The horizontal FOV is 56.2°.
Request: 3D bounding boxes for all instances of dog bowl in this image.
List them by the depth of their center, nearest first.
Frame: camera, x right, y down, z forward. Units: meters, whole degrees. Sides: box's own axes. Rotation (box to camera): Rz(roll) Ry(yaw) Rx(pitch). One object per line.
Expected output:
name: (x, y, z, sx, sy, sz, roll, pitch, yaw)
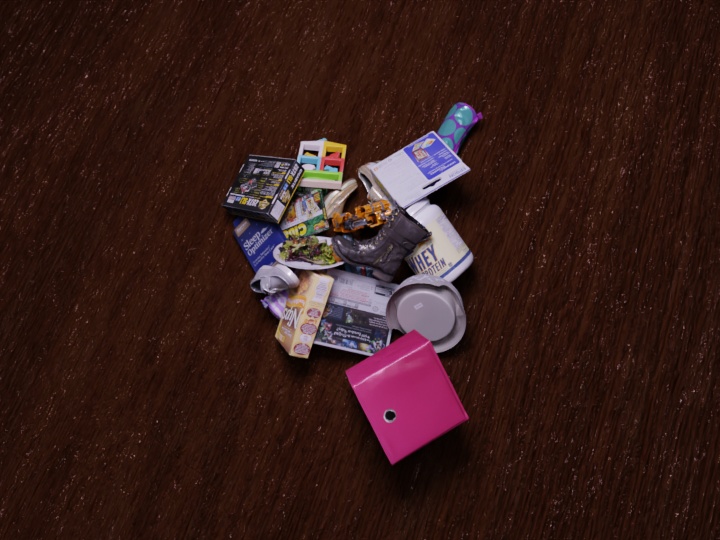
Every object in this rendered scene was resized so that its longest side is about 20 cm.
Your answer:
dog bowl: (0.158, 0.099, 1.611, 0.193, 0.205, 0.059, 9, 33, 9)

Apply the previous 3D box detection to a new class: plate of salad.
plate of salad: (-0.115, -0.053, 1.628, 0.193, 0.201, 0.050, 4, 116, 7)

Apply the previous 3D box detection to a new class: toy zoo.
toy zoo: (-0.105, -0.291, 1.797, 0.127, 0.021, 0.204, 5, 45, 1)

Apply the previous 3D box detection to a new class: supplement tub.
supplement tub: (0.169, -0.066, 1.651, 0.144, 0.145, 0.202, -38, 92, -8)

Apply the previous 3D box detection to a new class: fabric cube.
fabric cube: (0.099, 0.278, 1.517, 0.195, 0.200, 0.200, -28, 94, -4)

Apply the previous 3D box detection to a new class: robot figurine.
robot figurine: (0.009, -0.134, 1.676, 0.142, 0.199, 0.060, -18, 96, -26)

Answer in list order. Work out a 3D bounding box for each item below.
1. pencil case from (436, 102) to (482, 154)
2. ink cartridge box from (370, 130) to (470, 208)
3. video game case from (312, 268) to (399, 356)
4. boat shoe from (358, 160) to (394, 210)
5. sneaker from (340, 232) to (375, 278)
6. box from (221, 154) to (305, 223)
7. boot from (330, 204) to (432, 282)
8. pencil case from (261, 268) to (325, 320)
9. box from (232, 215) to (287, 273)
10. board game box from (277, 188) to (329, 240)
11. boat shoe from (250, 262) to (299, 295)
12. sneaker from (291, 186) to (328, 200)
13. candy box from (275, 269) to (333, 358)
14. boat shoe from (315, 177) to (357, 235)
pencil case: (0.240, -0.344, 1.791, 0.091, 0.085, 0.204, 20, 75, 36)
ink cartridge box: (0.147, -0.239, 1.672, 0.194, 0.048, 0.202, -29, 47, -4)
video game case: (-0.011, 0.105, 1.648, 0.194, 0.023, 0.188, 14, 85, -15)
boat shoe: (0.050, -0.194, 1.765, 0.066, 0.076, 0.204, -12, 60, -16)
sneaker: (0.000, 0.000, 1.721, 0.092, 0.079, 0.206, -11, 78, -11)
box: (-0.252, -0.213, 1.736, 0.196, 0.049, 0.163, 12, 71, 41)
boot: (0.048, -0.081, 1.568, 0.196, 0.070, 0.176, 27, 118, -15)
pencil case: (-0.159, 0.041, 1.714, 0.199, 0.085, 0.085, -42, 49, -10)
box: (-0.261, -0.087, 1.763, 0.121, 0.032, 0.202, -41, 68, 19)
board game box: (-0.175, -0.128, 1.749, 0.195, 0.023, 0.108, -20, 78, 26)
boat shoe: (-0.214, 0.027, 1.630, 0.069, 0.198, 0.073, -50, 118, -21)
sneaker: (-0.184, -0.228, 1.798, 0.193, 0.085, 0.081, 3, 72, 8)
candy box: (-0.137, 0.092, 1.623, 0.054, 0.115, 0.206, 15, 100, -29)
boat shoe: (-0.074, -0.156, 1.779, 0.199, 0.072, 0.077, -42, 84, 2)
